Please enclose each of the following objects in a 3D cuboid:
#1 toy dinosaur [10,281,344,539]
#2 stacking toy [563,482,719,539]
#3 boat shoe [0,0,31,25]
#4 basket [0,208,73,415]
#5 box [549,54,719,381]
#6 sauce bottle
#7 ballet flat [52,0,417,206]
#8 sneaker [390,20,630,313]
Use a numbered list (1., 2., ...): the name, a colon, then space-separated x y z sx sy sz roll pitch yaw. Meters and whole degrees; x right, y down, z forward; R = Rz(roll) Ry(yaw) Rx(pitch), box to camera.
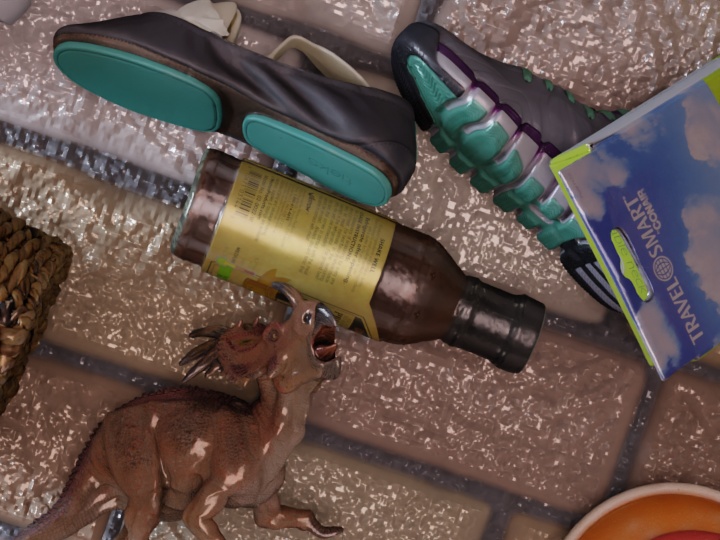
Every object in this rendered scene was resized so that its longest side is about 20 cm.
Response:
1. toy dinosaur: -0.090 0.088 1.006 0.198 0.086 0.137 -14 88 10
2. stacking toy: 0.173 0.194 0.969 0.144 0.200 0.148 0 94 -4
3. boat shoe: -0.233 -0.212 0.980 0.062 0.072 0.200 -44 93 -1
4. basket: -0.231 0.021 0.929 0.148 0.200 0.144 26 93 -5
5. box: 0.188 -0.040 0.994 0.199 0.048 0.123 -31 96 -27
6. sauce bottle: 0.000 0.000 1.012 0.198 0.065 0.065 22 92 -4
7. ballet flat: -0.060 -0.099 1.007 0.198 0.073 0.074 22 92 1
8. sneaker: 0.104 -0.071 1.024 0.200 0.074 0.088 45 71 -12
